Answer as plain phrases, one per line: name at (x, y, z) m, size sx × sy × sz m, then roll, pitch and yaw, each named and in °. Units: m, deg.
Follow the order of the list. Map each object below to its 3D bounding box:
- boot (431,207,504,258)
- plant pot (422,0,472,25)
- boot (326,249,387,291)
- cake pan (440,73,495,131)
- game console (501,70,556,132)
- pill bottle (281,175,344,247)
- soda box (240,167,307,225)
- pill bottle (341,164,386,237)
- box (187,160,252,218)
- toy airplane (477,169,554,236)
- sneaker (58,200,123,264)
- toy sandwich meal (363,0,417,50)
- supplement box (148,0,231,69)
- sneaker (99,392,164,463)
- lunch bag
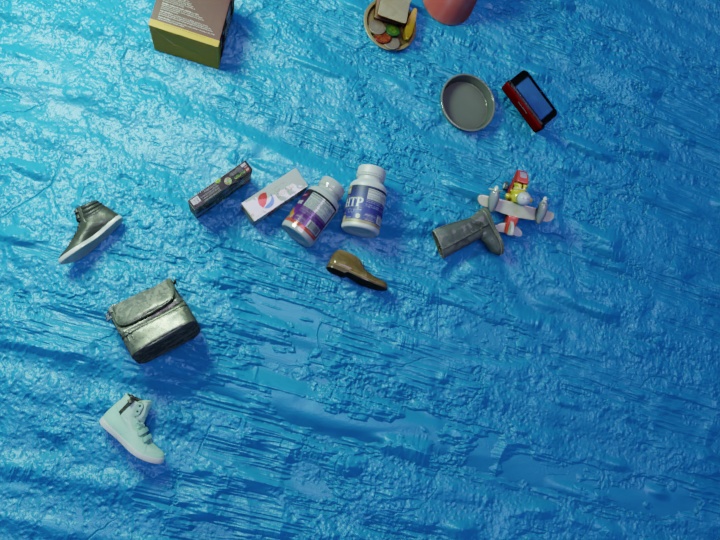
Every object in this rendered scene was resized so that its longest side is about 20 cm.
boot at (0.347, -0.090, 1.749) m, size 0.199 × 0.073 × 0.183 m, roll -30°, pitch 96°, yaw -15°
plant pot at (0.323, -0.959, 1.805) m, size 0.198 × 0.177 × 0.203 m, roll 2°, pitch 82°, yaw -13°
boot at (0.000, 0.000, 1.652) m, size 0.198 × 0.074 × 0.076 m, roll 25°, pitch 67°, yaw -7°
cake pan at (0.357, -0.561, 1.832) m, size 0.198 × 0.037 × 0.203 m, roll 2°, pitch 82°, yaw -14°
game console at (0.591, -0.589, 1.859) m, size 0.118 × 0.172 × 0.201 m, roll -38°, pitch 93°, yaw 11°
pill bottle at (-0.135, -0.180, 1.617) m, size 0.111 × 0.111 × 0.201 m, roll 37°, pitch 75°, yaw -7°
soda box at (-0.256, -0.219, 1.616) m, size 0.199 × 0.064 × 0.068 m, roll -37°, pitch 92°, yaw -15°
pill bottle at (0.017, -0.213, 1.656) m, size 0.118 × 0.120 × 0.202 m, roll 14°, pitch 79°, yaw -12°
box at (-0.401, -0.232, 1.557) m, size 0.200 × 0.110 × 0.035 m, roll -40°, pitch 93°, yaw -15°
toy airplane at (0.507, -0.209, 1.768) m, size 0.199 × 0.141 × 0.200 m, roll -31°, pitch 87°, yaw -9°
sneaker at (-0.757, -0.109, 1.474) m, size 0.099 × 0.071 × 0.200 m, roll 44°, pitch 69°, yaw -3°
toy sandwich meal at (0.106, -0.828, 1.787) m, size 0.203 × 0.070 × 0.208 m, roll 2°, pitch 82°, yaw -14°
supplement box at (-0.488, -0.741, 1.591) m, size 0.195 × 0.133 × 0.202 m, roll 14°, pitch 80°, yaw -12°
sneaker at (-0.576, 0.415, 1.440) m, size 0.200 × 0.074 × 0.118 m, roll 40°, pitch 81°, yaw -3°
lunch bag at (-0.557, 0.131, 1.460) m, size 0.199 × 0.140 × 0.168 m, roll -29°, pitch 74°, yaw -17°
